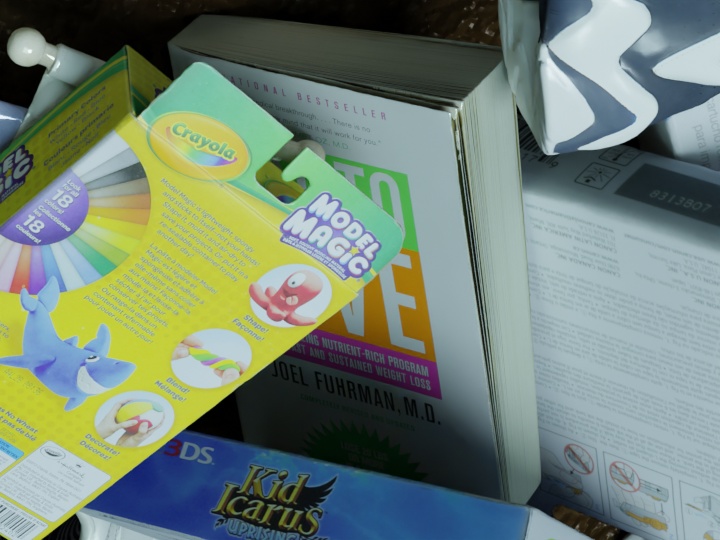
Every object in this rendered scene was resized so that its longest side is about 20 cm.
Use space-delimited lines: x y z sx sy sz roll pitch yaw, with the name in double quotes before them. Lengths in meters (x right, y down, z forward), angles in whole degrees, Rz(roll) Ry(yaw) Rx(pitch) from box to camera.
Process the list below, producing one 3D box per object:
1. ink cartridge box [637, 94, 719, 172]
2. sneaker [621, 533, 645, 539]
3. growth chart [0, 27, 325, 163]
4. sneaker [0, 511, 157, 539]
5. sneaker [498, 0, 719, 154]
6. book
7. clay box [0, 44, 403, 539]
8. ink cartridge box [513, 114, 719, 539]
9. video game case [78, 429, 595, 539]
"ink cartridge box" 0.199 -0.114 0.782 0.200 0.086 0.147 -19 125 2
"sneaker" 0.109 0.212 0.983 0.075 0.081 0.200 27 115 -29
"growth chart" -0.126 -0.001 0.748 0.145 0.018 0.200 26 119 -28
"sneaker" -0.166 0.145 0.863 0.200 0.075 0.100 -48 161 11
"sneaker" 0.112 -0.132 0.652 0.129 0.080 0.199 -13 127 -8
"book" 0.000 0.000 0.803 0.133 0.048 0.200 13 130 29
"clay box" -0.093 0.007 0.719 0.200 0.048 0.115 -38 126 19
"ink cartridge box" 0.105 0.040 0.823 0.057 0.162 0.200 -44 135 -31
"video game case" 0.019 0.115 0.808 0.181 0.200 0.046 34 70 -53
